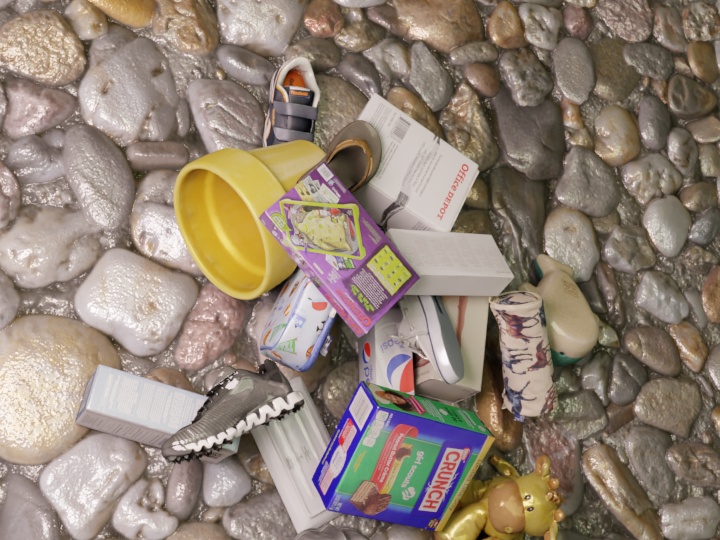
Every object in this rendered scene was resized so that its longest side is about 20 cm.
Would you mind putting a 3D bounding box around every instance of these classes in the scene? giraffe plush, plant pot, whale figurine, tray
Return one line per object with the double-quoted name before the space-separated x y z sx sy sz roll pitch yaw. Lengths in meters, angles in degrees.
"giraffe plush" 0.218 0.349 1.412 0.198 0.162 0.175 -26 85 -28
"plant pot" -0.131 -0.090 1.384 0.188 0.200 0.202 -32 88 -39
"whale figurine" 0.312 0.068 1.599 0.157 0.104 0.202 22 42 -17
"tray" -0.082 0.260 1.386 0.106 0.022 0.203 -24 84 -28

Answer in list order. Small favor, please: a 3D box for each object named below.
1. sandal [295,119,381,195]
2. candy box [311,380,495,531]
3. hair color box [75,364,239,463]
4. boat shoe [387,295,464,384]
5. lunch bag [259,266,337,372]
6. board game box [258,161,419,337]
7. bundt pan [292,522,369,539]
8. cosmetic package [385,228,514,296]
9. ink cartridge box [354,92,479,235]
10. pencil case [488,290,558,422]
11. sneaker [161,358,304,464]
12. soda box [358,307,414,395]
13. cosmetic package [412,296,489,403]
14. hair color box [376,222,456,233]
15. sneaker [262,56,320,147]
"sandal" -0.020 -0.148 1.350 0.082 0.054 0.200 50 44 -5
"candy box" 0.059 0.260 1.353 0.197 0.077 0.171 17 109 -29
"hair color box" -0.259 0.189 1.274 0.197 0.099 0.062 20 65 -17
"boat shoe" 0.080 0.083 1.403 0.074 0.085 0.204 33 32 -54
"lunch bag" -0.074 0.054 1.346 0.075 0.200 0.162 28 80 -11
"board game box" -0.025 -0.028 1.266 0.201 0.032 0.120 50 54 -4
"bundt pan" -0.028 0.443 1.315 0.198 0.076 0.206 7 74 -23
"cosmetic package" 0.121 -0.009 1.403 0.197 0.051 0.083 2 48 -37
"ink cartridge box" 0.060 -0.144 1.476 0.198 0.084 0.146 33 60 -7
"pencil case" 0.246 0.126 1.495 0.088 0.078 0.203 -8 109 10
"sneaker" -0.169 0.170 1.222 0.198 0.066 0.092 -22 80 -33
"soda box" 0.038 0.159 1.446 0.062 0.068 0.204 6 71 -23
"cosmetic package" 0.135 0.088 1.495 0.086 0.103 0.203 15 66 -17
"hair color box" 0.042 -0.088 1.531 0.197 0.061 0.101 -12 77 -27
"sneaker" -0.105 -0.231 1.502 0.077 0.079 0.204 3 74 -24
